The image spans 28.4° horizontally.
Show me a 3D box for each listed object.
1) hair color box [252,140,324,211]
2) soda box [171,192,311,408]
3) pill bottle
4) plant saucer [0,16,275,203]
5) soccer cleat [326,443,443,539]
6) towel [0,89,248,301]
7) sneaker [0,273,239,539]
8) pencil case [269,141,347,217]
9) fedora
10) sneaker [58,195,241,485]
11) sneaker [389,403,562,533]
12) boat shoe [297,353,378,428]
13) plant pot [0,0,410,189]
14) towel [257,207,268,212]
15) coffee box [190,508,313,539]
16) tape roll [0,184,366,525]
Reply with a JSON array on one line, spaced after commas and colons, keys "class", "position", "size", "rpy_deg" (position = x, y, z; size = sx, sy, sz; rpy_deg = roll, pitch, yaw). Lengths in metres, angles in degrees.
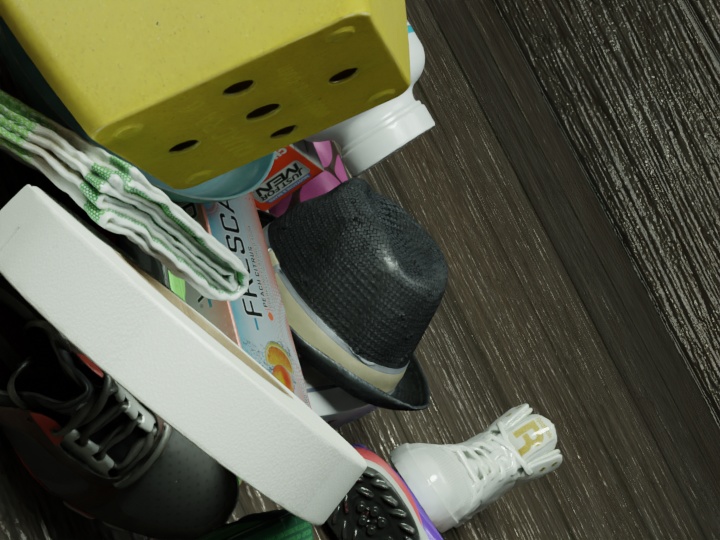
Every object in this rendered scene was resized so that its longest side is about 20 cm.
[{"class": "hair color box", "position": [-0.114, -0.133, 0.985], "size": [0.199, 0.064, 0.112], "rpy_deg": [32, 32, -51]}, {"class": "soda box", "position": [-0.096, 0.005, 0.863], "size": [0.063, 0.068, 0.202], "rpy_deg": [14, 56, -58]}, {"class": "pill bottle", "position": [-0.028, -0.168, 0.991], "size": [0.201, 0.110, 0.111], "rpy_deg": [59, 18, -2]}, {"class": "plant saucer", "position": [-0.132, -0.117, 0.815], "size": [0.199, 0.027, 0.202], "rpy_deg": [33, 36, -28]}, {"class": "soccer cleat", "position": [0.041, 0.206, 0.978], "size": [0.201, 0.068, 0.073], "rpy_deg": [56, 10, -9]}, {"class": "towel", "position": [-0.159, -0.053, 0.715], "size": [0.199, 0.031, 0.149], "rpy_deg": [30, -8, 26]}, {"class": "sneaker", "position": [-0.131, 0.068, 0.657], "size": [0.200, 0.077, 0.082], "rpy_deg": [41, -10, -22]}, {"class": "pencil case", "position": [-0.024, -0.022, 1.128], "size": [0.094, 0.090, 0.202], "rpy_deg": [69, 1, -67]}, {"class": "fedora", "position": [0.000, 0.000, 0.959], "size": [0.200, 0.092, 0.201], "rpy_deg": [39, 15, -13]}, {"class": "sneaker", "position": [-0.124, 0.042, 0.787], "size": [0.083, 0.077, 0.201], "rpy_deg": [3, 51, -53]}, {"class": "sneaker", "position": [0.092, 0.140, 1.078], "size": [0.074, 0.115, 0.200], "rpy_deg": [57, 5, 13]}, {"class": "boat shoe", "position": [-0.031, 0.073, 0.968], "size": [0.066, 0.073, 0.200], "rpy_deg": [67, 17, 10]}, {"class": "plant pot", "position": [-0.074, -0.154, 0.678], "size": [0.200, 0.198, 0.178], "rpy_deg": [36, 32, -77]}, {"class": "towel", "position": [-0.137, -0.103, 1.023], "size": [0.200, 0.032, 0.193], "rpy_deg": [40, 27, -46]}, {"class": "coffee box", "position": [-0.047, 0.220, 0.646], "size": [0.123, 0.043, 0.203], "rpy_deg": [-3, 83, -70]}, {"class": "tape roll", "position": [-0.083, 0.038, 0.648], "size": [0.202, 0.037, 0.203], "rpy_deg": [40, -3, 3]}]
